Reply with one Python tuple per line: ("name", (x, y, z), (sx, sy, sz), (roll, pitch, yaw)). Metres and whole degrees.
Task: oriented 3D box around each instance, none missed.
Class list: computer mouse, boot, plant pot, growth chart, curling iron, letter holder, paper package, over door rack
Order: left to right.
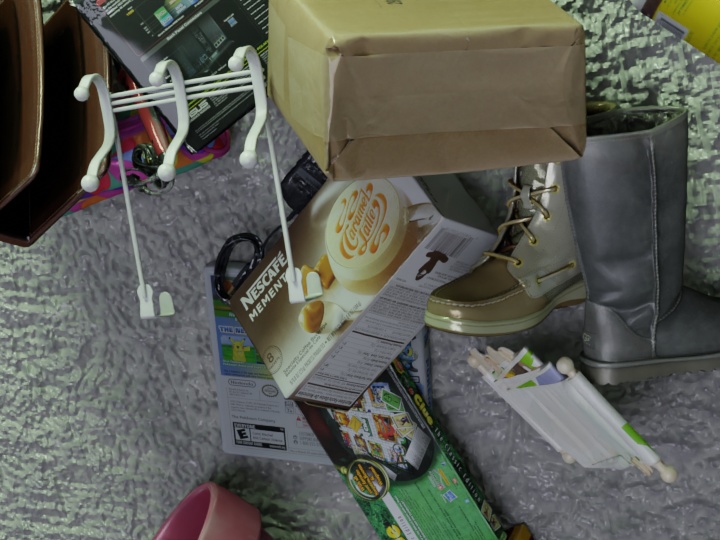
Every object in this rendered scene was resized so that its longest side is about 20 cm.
("letter holder", (-0.273, -0.145, 1.325), (0.142, 0.100, 0.201), (-34, 52, 39))
("curling iron", (-0.187, -0.145, 1.331), (0.049, 0.026, 0.201), (-29, 63, 19))
("over door rack", (-0.123, -0.055, 1.232), (0.147, 0.067, 0.201), (-6, 108, 25))
("plant pot", (-0.112, 0.317, 1.489), (0.179, 0.200, 0.200), (34, 121, -13))
("computer mouse", (-0.058, -0.044, 1.391), (0.059, 0.034, 0.200), (42, 117, -7))
("paper package", (0.040, -0.146, 1.171), (0.190, 0.200, 0.104), (-5, 114, -15))
("boot", (0.123, -0.042, 1.240), (0.072, 0.200, 0.155), (20, 119, 43))
("growth chart", (0.157, 0.109, 1.315), (0.018, 0.200, 0.145), (-44, 99, -14))
("boot", (0.232, -0.024, 1.237), (0.181, 0.073, 0.201), (-10, 104, -21))

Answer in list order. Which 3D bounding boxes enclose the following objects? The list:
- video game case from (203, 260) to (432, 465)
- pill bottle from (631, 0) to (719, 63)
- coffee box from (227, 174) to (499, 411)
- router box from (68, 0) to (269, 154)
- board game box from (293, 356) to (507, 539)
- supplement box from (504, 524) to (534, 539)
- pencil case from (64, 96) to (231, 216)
("video game case", (-0.035, 0.085, 1.448), (0.199, 0.022, 0.183), (4, 113, 21))
("pill bottle", (0.296, -0.180, 1.157), (0.200, 0.109, 0.109), (34, 119, 5))
("coffee box", (0.000, 0.000, 1.324), (0.200, 0.080, 0.114), (-49, 52, 22))
("router box", (-0.098, -0.208, 1.280), (0.200, 0.062, 0.150), (-38, 95, 2))
("board game box", (0.032, 0.166, 1.429), (0.105, 0.023, 0.200), (-27, 99, 27))
("supplement box", (0.144, 0.337, 1.430), (0.086, 0.110, 0.200), (-27, 99, 29))
("pencil case", (-0.205, -0.106, 1.399), (0.200, 0.088, 0.089), (-21, 103, 27))
